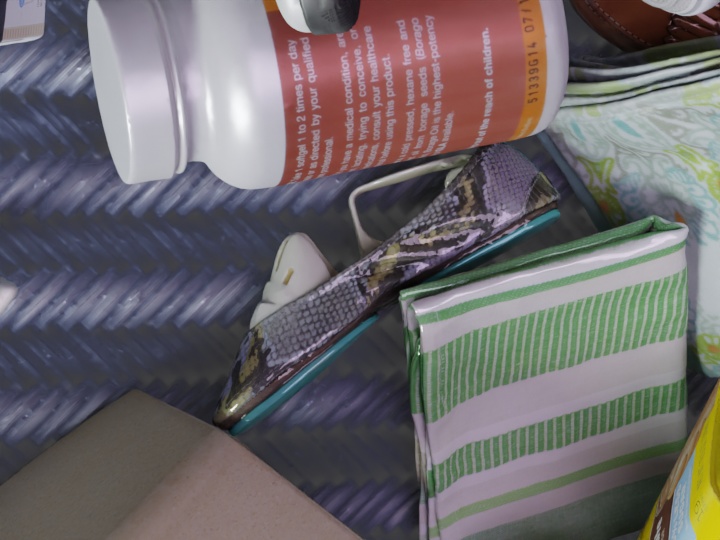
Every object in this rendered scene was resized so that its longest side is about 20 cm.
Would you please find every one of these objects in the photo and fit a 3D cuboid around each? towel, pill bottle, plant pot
[{"bbox_3d":[0.096,0.070,1.024,0.152,0.023,0.200,-17,130,-12],"label":"towel"},{"bbox_3d":[-0.016,-0.099,0.931,0.200,0.112,0.112,-12,108,-14],"label":"pill bottle"},{"bbox_3d":[-0.088,0.170,0.951,0.200,0.200,0.177,40,78,-22],"label":"plant pot"},{"bbox_3d":[0.184,-0.025,0.983,0.048,0.171,0.200,-49,115,-26],"label":"towel"}]

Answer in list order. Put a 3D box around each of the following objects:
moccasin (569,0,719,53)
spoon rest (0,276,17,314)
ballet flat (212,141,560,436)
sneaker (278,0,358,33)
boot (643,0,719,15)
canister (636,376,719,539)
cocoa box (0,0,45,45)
[{"bbox_3d":[0.191,-0.111,1.010,0.201,0.078,0.074,28,95,-22],"label":"moccasin"},{"bbox_3d":[-0.241,-0.041,0.916,0.200,0.061,0.099,41,89,-9],"label":"spoon rest"},{"bbox_3d":[0.000,0.000,0.997,0.200,0.072,0.072,-34,112,-6],"label":"ballet flat"},{"bbox_3d":[-0.071,-0.167,0.867,0.115,0.201,0.076,-17,147,1],"label":"sneaker"},{"bbox_3d":[0.065,-0.173,0.885,0.096,0.074,0.200,-36,82,-25],"label":"boot"},{"bbox_3d":[0.172,0.155,1.004,0.086,0.149,0.200,21,125,2],"label":"canister"},{"bbox_3d":[-0.207,-0.191,0.812,0.133,0.131,0.200,11,104,20],"label":"cocoa box"}]
